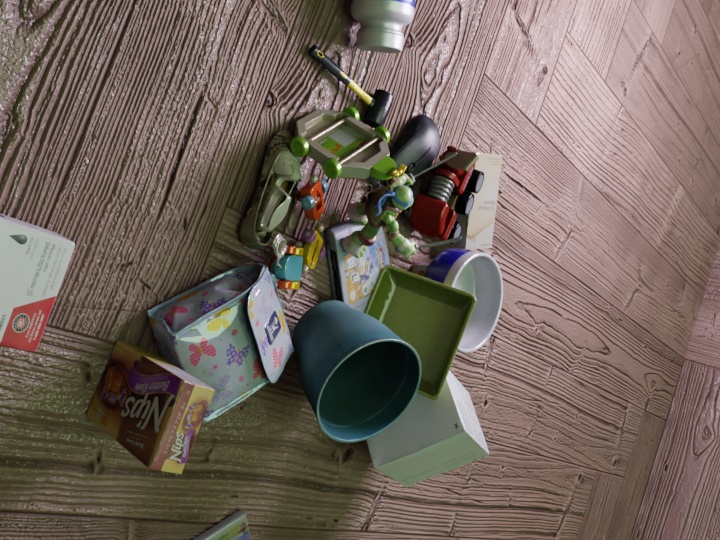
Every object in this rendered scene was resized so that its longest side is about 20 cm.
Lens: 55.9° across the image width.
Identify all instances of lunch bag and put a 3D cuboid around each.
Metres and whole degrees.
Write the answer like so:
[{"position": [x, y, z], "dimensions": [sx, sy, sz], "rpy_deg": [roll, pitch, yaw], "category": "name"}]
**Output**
[{"position": [-0.199, 0.103, 1.047], "dimensions": [0.198, 0.126, 0.172], "rpy_deg": [-29, 123, -31], "category": "lunch bag"}]

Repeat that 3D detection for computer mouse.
[{"position": [0.106, -0.215, 1.327], "dimensions": [0.139, 0.052, 0.202], "rpy_deg": [46, 68, -40], "category": "computer mouse"}]

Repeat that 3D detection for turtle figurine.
[{"position": [0.066, -0.089, 1.174], "dimensions": [0.198, 0.193, 0.146], "rpy_deg": [-21, 90, -36], "category": "turtle figurine"}]

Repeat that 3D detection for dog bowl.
[{"position": [0.205, 0.059, 1.381], "dimensions": [0.198, 0.078, 0.204], "rpy_deg": [-14, 109, -45], "category": "dog bowl"}]

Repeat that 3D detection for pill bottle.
[{"position": [0.041, -0.480, 1.152], "dimensions": [0.111, 0.111, 0.204], "rpy_deg": [-6, 105, -43], "category": "pill bottle"}]

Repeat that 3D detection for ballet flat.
[{"position": [-0.133, -0.128, 1.095], "dimensions": [0.067, 0.075, 0.203], "rpy_deg": [25, 82, -41], "category": "ballet flat"}]

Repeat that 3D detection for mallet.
[{"position": [-0.012, -0.335, 1.194], "dimensions": [0.200, 0.041, 0.067], "rpy_deg": [42, 72, -38], "category": "mallet"}]

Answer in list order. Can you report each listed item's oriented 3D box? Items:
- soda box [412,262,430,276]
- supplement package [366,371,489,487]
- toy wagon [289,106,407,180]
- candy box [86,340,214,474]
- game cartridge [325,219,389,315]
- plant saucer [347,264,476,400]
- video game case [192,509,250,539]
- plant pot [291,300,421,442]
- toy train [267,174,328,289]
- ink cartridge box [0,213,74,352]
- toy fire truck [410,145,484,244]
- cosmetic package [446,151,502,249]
[{"position": [0.142, 0.089, 1.429], "dimensions": [0.063, 0.068, 0.204], "rpy_deg": [-1, 100, -45], "category": "soda box"}, {"position": [0.123, 0.305, 1.328], "dimensions": [0.189, 0.149, 0.200], "rpy_deg": [-25, 147, 11], "category": "supplement package"}, {"position": [-0.014, -0.198, 1.113], "dimensions": [0.155, 0.199, 0.040], "rpy_deg": [-39, 158, -41], "category": "toy wagon"}, {"position": [-0.291, 0.182, 0.929], "dimensions": [0.056, 0.198, 0.119], "rpy_deg": [27, 82, -44], "category": "candy box"}, {"position": [0.000, 0.000, 1.291], "dimensions": [0.132, 0.041, 0.204], "rpy_deg": [-23, 116, -35], "category": "game cartridge"}, {"position": [0.099, 0.115, 1.270], "dimensions": [0.203, 0.197, 0.048], "rpy_deg": [-67, 153, -7], "category": "plant saucer"}, {"position": [-0.270, 0.541, 1.171], "dimensions": [0.198, 0.022, 0.186], "rpy_deg": [-22, 116, -39], "category": "video game case"}, {"position": [-0.026, 0.157, 1.177], "dimensions": [0.197, 0.188, 0.203], "rpy_deg": [-15, 124, -24], "category": "plant pot"}, {"position": [-0.111, -0.061, 1.132], "dimensions": [0.201, 0.055, 0.152], "rpy_deg": [-59, 149, -46], "category": "toy train"}, {"position": [-0.463, -0.002, 0.792], "dimensions": [0.198, 0.083, 0.147], "rpy_deg": [23, 85, -45], "category": "ink cartridge box"}, {"position": [0.168, -0.157, 1.304], "dimensions": [0.179, 0.127, 0.200], "rpy_deg": [-64, 156, -7], "category": "toy fire truck"}, {"position": [0.240, -0.152, 1.464], "dimensions": [0.102, 0.072, 0.204], "rpy_deg": [-6, 104, -44], "category": "cosmetic package"}]
